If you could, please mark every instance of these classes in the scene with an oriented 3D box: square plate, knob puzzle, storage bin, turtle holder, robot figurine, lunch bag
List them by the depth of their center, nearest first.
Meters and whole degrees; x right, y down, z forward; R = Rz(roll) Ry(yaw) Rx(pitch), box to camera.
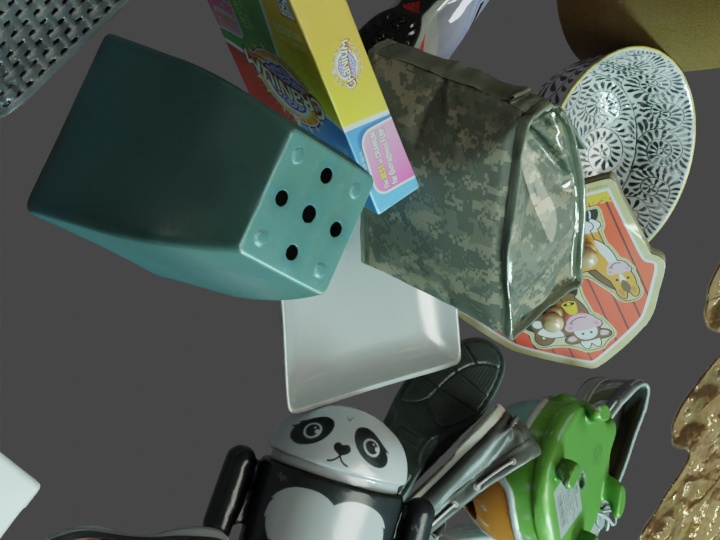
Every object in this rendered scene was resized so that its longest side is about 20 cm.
[{"bbox_3d":[-0.246,-0.175,0.996,0.135,0.200,0.094,-49,130,-21],"label":"storage bin"},{"bbox_3d":[0.084,-0.077,1.303,0.118,0.164,0.200,-36,138,-34],"label":"lunch bag"},{"bbox_3d":[-0.034,0.209,1.378,0.150,0.125,0.200,19,86,-44],"label":"robot figurine"},{"bbox_3d":[0.000,0.000,1.396,0.198,0.028,0.200,-13,102,-40],"label":"square plate"},{"bbox_3d":[0.172,0.019,1.478,0.030,0.219,0.220,-77,150,-48],"label":"knob puzzle"},{"bbox_3d":[0.166,0.172,1.554,0.141,0.132,0.186,55,47,-47],"label":"turtle holder"}]

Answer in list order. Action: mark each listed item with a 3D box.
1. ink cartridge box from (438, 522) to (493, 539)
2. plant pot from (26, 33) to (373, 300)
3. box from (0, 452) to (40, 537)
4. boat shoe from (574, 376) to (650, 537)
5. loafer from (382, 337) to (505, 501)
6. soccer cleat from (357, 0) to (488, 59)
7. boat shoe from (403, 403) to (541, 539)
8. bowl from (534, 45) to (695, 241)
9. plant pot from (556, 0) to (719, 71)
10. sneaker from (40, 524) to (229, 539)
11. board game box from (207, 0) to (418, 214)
[{"bbox_3d":[0.125,0.332,1.632,0.200,0.045,0.176,3,100,-44],"label":"ink cartridge box"},{"bbox_3d":[-0.099,-0.061,1.177,0.141,0.200,0.141,29,82,-45],"label":"plant pot"},{"bbox_3d":[-0.336,0.134,1.078,0.152,0.106,0.200,-55,133,-17],"label":"box"},{"bbox_3d":[0.227,0.196,1.644,0.074,0.065,0.202,39,63,-30],"label":"boat shoe"},{"bbox_3d":[0.052,0.142,1.498,0.200,0.072,0.063,-48,171,-20],"label":"loafer"},{"bbox_3d":[0.059,-0.203,1.388,0.200,0.068,0.073,-49,150,-23],"label":"soccer cleat"},{"bbox_3d":[0.076,0.203,1.471,0.200,0.057,0.067,-49,175,20],"label":"boat shoe"},{"bbox_3d":[0.202,-0.112,1.521,0.201,0.094,0.201,-17,118,-35],"label":"bowl"},{"bbox_3d":[0.311,-0.254,1.510,0.186,0.200,0.187,-17,116,-40],"label":"plant pot"},{"bbox_3d":[-0.166,0.240,1.254,0.200,0.112,0.078,-7,108,-25],"label":"sneaker"},{"bbox_3d":[-0.044,-0.151,1.232,0.040,0.153,0.200,-36,126,-17],"label":"board game box"}]
